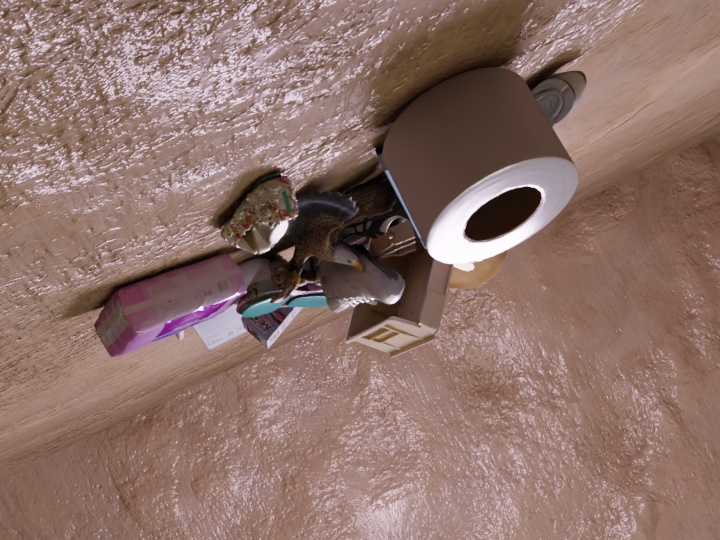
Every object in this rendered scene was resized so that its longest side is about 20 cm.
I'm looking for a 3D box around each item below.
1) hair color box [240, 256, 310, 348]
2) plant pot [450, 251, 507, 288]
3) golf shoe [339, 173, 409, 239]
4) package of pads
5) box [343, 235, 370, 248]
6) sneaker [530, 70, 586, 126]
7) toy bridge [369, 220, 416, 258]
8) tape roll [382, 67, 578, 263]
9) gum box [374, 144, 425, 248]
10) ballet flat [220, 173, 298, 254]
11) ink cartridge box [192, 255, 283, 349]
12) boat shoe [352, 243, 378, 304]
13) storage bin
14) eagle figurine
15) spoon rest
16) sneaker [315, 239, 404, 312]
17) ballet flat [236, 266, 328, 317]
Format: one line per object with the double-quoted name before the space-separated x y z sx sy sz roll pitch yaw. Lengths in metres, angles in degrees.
"hair color box" -0.113 0.030 1.625 0.201 0.060 0.099 -51 176 -12
"plant pot" 0.166 -0.070 1.876 0.185 0.189 0.199 -28 160 22
"golf shoe" 0.008 -0.076 1.498 0.199 0.089 0.077 -30 174 39
"package of pads" -0.273 0.048 1.403 0.198 0.076 0.120 -22 172 -38
"box" 0.029 -0.061 1.923 0.142 0.036 0.199 -29 172 22
"sneaker" 0.236 -0.217 1.383 0.199 0.077 0.081 -26 -167 42
"toy bridge" 0.047 -0.040 1.430 0.066 0.028 0.200 -21 175 3
"tape roll" 0.142 -0.122 1.168 0.200 0.140 0.204 -20 152 -11
"gum box" 0.129 -0.132 1.329 0.168 0.045 0.200 -27 146 4
"ballet flat" -0.128 -0.056 1.212 0.075 0.065 0.200 -24 174 -24
"ink cartridge box" -0.211 0.048 1.715 0.194 0.044 0.201 -26 153 -6
"boat shoe" 0.002 0.001 1.586 0.200 0.074 0.067 -95 -154 -78
"storage bin" 0.073 0.023 1.623 0.093 0.203 0.198 22 157 -17
"eagle figurine" -0.048 -0.058 1.386 0.153 0.149 0.202 -98 -151 -56
"spoon rest" -0.226 0.038 1.591 0.199 0.061 0.100 -29 153 -27
"sneaker" -0.006 0.025 1.454 0.077 0.100 0.200 24 -176 -32
"ballet flat" -0.122 0.027 1.510 0.198 0.072 0.069 -7 156 -44
